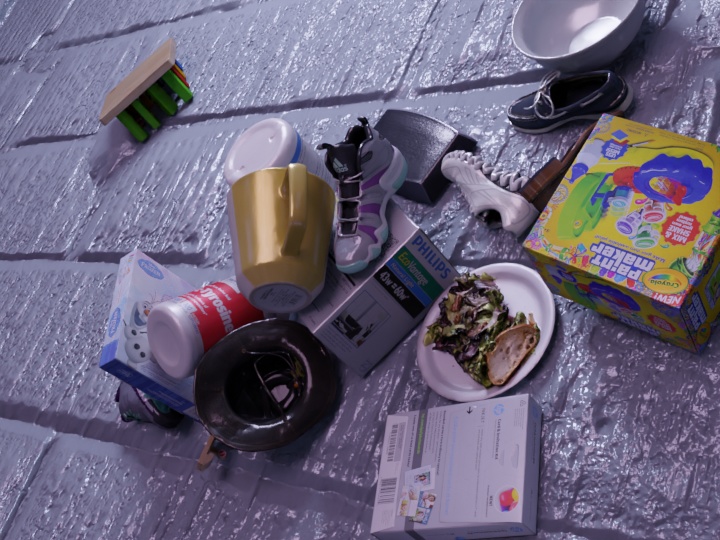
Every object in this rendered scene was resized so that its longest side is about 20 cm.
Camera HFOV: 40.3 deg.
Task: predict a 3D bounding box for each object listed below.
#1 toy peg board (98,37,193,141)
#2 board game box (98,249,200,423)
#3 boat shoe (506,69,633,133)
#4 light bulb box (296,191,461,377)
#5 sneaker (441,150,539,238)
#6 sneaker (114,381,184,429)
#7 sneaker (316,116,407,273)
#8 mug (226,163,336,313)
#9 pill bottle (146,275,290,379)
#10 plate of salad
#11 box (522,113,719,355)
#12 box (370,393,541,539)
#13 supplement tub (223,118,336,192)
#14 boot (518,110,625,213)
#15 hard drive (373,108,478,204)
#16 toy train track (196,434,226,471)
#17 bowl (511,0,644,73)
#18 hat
[{"bbox_3d":[-0.452,-0.382,2.120,0.199,0.098,0.200,-38,25,9],"label":"toy peg board"},{"bbox_3d":[-0.292,0.101,1.488,0.043,0.200,0.200,-26,44,30],"label":"board game box"},{"bbox_3d":[0.279,-0.238,1.365,0.199,0.062,0.075,3,67,49],"label":"boat shoe"},{"bbox_3d":[0.000,0.000,1.373,0.200,0.125,0.198,-43,40,2],"label":"light bulb box"},{"bbox_3d":[0.171,-0.108,1.358,0.200,0.075,0.081,33,91,50],"label":"sneaker"},{"bbox_3d":[-0.337,0.219,1.550,0.088,0.074,0.200,-62,32,7],"label":"sneaker"},{"bbox_3d":[-0.017,-0.108,1.269,0.077,0.140,0.201,-7,53,35],"label":"sneaker"},{"bbox_3d":[-0.110,-0.039,1.278,0.148,0.187,0.154,-10,59,14],"label":"mug"},{"bbox_3d":[-0.203,0.074,1.438,0.199,0.113,0.112,-23,23,-40],"label":"pill bottle"},{"bbox_3d":[0.152,0.071,1.244,0.199,0.048,0.201,-23,46,26],"label":"plate of salad"},{"bbox_3d":[0.327,-0.044,1.106,0.199,0.122,0.194,24,76,38],"label":"box"},{"bbox_3d":[0.112,0.234,1.152,0.199,0.041,0.157,-16,50,33],"label":"box"},{"bbox_3d":[-0.103,-0.125,1.506,0.131,0.200,0.133,-23,45,25],"label":"supplement tub"},{"bbox_3d":[0.300,-0.123,1.271,0.200,0.075,0.097,-39,81,-23],"label":"boot"},{"bbox_3d":[0.076,-0.185,1.520,0.135,0.042,0.200,-52,40,-7],"label":"hard drive"},{"bbox_3d":[-0.185,0.204,1.429,0.115,0.032,0.201,113,178,-53],"label":"toy train track"},{"bbox_3d":[0.323,-0.350,1.400,0.200,0.090,0.202,-23,45,25],"label":"bowl"},{"bbox_3d":[-0.133,0.168,1.367,0.198,0.081,0.202,2,63,-4],"label":"hat"}]
